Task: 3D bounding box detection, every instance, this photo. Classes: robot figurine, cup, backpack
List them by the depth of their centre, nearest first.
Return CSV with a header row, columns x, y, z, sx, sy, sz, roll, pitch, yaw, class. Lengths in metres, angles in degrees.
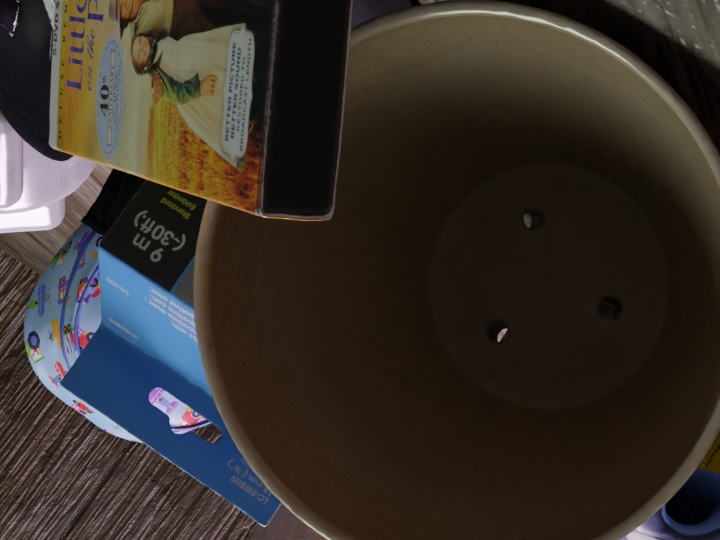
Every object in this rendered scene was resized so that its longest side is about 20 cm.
x,y,z,sx,sy,sz,roll,pitch,yaw,class
0.056,0.008,0.733,0.200,0.200,0.143,32,-170,16,cup
-0.206,-0.113,1.097,0.170,0.113,0.200,-108,16,-44,robot figurine
-0.133,0.025,1.384,0.183,0.200,0.135,39,170,-21,backpack

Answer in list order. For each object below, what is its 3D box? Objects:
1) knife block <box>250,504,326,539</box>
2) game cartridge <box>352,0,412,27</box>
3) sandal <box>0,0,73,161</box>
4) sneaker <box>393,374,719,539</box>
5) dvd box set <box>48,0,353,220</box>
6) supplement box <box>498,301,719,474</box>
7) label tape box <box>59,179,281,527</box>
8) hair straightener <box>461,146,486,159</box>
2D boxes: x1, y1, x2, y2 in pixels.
x,y,z,sx,sy,sz,roll,pitch,yaw,class
0.014,0.065,1.065,0.064,0.176,0.200,12,-162,22,knife block
-0.016,-0.099,0.855,0.133,0.041,0.200,27,168,25,game cartridge
-0.137,-0.114,0.842,0.076,0.043,0.200,36,144,19,sandal
0.082,0.083,0.844,0.200,0.082,0.074,31,-151,-29,sneaker
-0.060,-0.103,0.682,0.029,0.147,0.200,1,-170,-29,dvd box set
0.156,0.099,1.006,0.109,0.110,0.200,42,169,-36,supplement box
-0.052,0.006,0.991,0.144,0.200,0.063,32,170,19,label tape box
0.055,-0.015,0.887,0.200,0.077,0.041,55,-169,-67,hair straightener
